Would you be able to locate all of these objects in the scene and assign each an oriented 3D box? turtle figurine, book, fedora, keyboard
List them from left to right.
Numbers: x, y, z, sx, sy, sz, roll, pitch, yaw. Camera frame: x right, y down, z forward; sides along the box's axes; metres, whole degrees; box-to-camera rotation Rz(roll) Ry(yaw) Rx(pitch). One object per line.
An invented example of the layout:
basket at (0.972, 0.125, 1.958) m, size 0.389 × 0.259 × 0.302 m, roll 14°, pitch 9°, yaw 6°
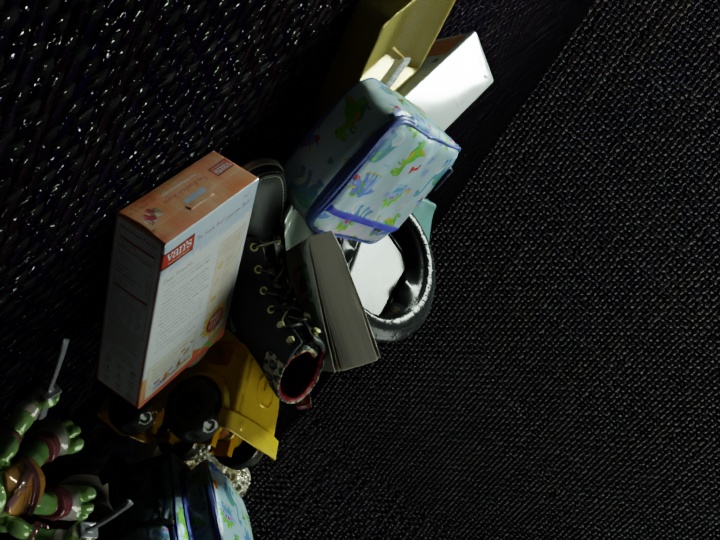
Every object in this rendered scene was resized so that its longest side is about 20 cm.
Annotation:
turtle figurine at (-0.273, 0.185, 0.989) m, size 0.200 × 0.144 × 0.194 m, roll -47°, pitch 177°, yaw -4°
book at (-0.039, 0.034, 1.118) m, size 0.047 × 0.136 × 0.200 m, roll -15°, pitch 178°, yaw -12°
keyboard at (-0.010, -0.146, 1.150) m, size 0.201 × 0.011 × 0.056 m, roll -52°, pitch 174°, yaw 15°
fedora at (0.000, 0.000, 1.274) m, size 0.091 × 0.202 × 0.201 m, roll -24°, pitch -167°, yaw 41°

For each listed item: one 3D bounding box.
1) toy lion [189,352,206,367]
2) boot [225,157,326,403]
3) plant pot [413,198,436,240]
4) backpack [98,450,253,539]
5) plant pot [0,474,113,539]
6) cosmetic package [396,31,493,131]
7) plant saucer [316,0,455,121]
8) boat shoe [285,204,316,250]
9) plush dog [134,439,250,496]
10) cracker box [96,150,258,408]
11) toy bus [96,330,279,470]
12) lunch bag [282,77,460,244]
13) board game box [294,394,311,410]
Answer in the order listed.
toy lion at (-0.168, 0.005, 1.129) m, size 0.200 × 0.068 × 0.192 m, roll -49°, pitch 166°, yaw -21°
boot at (-0.080, 0.012, 1.033) m, size 0.073 × 0.154 × 0.206 m, roll -12°, pitch 134°, yaw -34°
plant pot at (0.019, -0.043, 1.631) m, size 0.190 × 0.198 × 0.200 m, roll -66°, pitch 172°, yaw 6°
backpack at (-0.199, 0.325, 1.213) m, size 0.145 × 0.202 × 0.184 m, roll -15°, pitch 140°, yaw 6°
plant pot at (-0.346, 0.346, 1.273) m, size 0.201 × 0.198 × 0.174 m, roll -54°, pitch -172°, yaw 32°
cosmetic package at (0.066, -0.208, 1.297) m, size 0.100 × 0.072 × 0.200 m, roll -1°, pitch -146°, yaw 42°
plant saucer at (0.029, -0.246, 1.123) m, size 0.200 × 0.048 × 0.201 m, roll -46°, pitch 172°, yaw -38°
boat shoe at (-0.104, -0.030, 1.348) m, size 0.060 × 0.076 × 0.200 m, roll -12°, pitch -156°, yaw 25°
plush dog at (-0.219, 0.217, 1.415) m, size 0.172 × 0.161 × 0.199 m, roll -48°, pitch 153°, yaw 21°
cracker box at (-0.166, 0.009, 0.962) m, size 0.134 × 0.057 × 0.202 m, roll -42°, pitch 158°, yaw -47°
toy bus at (-0.186, 0.120, 1.254) m, size 0.136 × 0.197 × 0.195 m, roll 44°, pitch 51°, yaw -55°
lunch bag at (0.010, -0.105, 1.119) m, size 0.161 × 0.083 × 0.199 m, roll -46°, pitch 160°, yaw 13°
board game box at (-0.072, 0.101, 1.189) m, size 0.019 × 0.105 × 0.200 m, roll -11°, pitch 173°, yaw -4°
